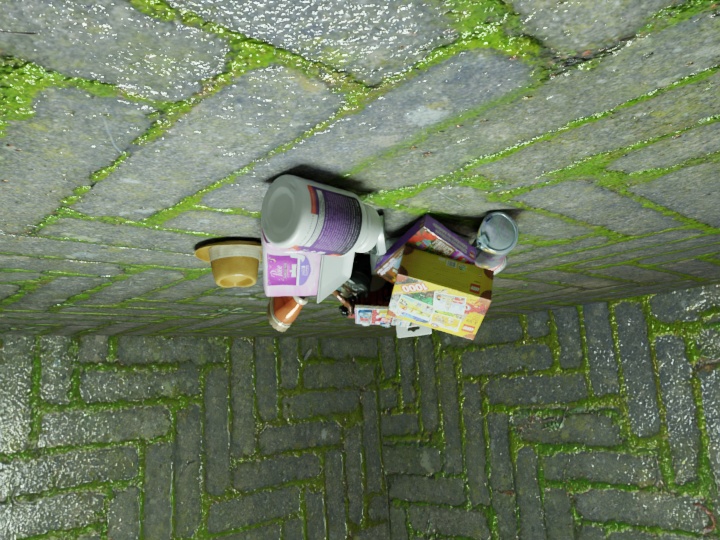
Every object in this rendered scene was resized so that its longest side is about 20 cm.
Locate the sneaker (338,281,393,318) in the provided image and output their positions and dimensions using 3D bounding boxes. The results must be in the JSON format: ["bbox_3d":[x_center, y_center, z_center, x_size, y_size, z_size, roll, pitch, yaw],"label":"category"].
[{"bbox_3d":[0.042,0.088,1.542,0.196,0.073,0.098,-19,137,25],"label":"sneaker"}]

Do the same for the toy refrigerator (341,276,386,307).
[{"bbox_3d":[0.049,0.054,1.623,0.193,0.079,0.070,-5,169,2],"label":"toy refrigerator"}]

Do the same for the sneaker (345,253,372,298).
[{"bbox_3d":[0.000,0.000,1.487,0.075,0.088,0.200,40,-178,-15],"label":"sneaker"}]

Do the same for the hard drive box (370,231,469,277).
[{"bbox_3d":[0.142,-0.033,1.458,0.195,0.080,0.154,-12,167,33],"label":"hard drive box"}]

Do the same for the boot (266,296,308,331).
[{"bbox_3d":[-0.160,0.027,1.395,0.074,0.203,0.107,23,125,-33],"label":"boot"}]

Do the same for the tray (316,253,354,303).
[{"bbox_3d":[-0.054,-0.021,1.310,0.106,0.022,0.202,-37,156,-29],"label":"tray"}]

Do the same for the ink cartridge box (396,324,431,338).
[{"bbox_3d":[0.151,0.075,1.681,0.113,0.207,0.067,-11,168,34],"label":"ink cartridge box"}]

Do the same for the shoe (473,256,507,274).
[{"bbox_3d":[0.273,-0.018,1.597,0.195,0.074,0.090,-8,172,35],"label":"shoe"}]

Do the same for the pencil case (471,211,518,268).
[{"bbox_3d":[0.285,-0.059,1.339,0.090,0.083,0.200,-43,170,-1],"label":"pencil case"}]

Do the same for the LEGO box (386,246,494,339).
[{"bbox_3d":[0.164,0.049,1.298,0.194,0.079,0.151,15,142,4],"label":"LEGO box"}]

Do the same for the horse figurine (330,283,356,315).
[{"bbox_3d":[-0.084,0.018,1.472,0.050,0.200,0.132,-49,152,9],"label":"horse figurine"}]

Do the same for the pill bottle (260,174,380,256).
[{"bbox_3d":[-0.058,-0.083,1.026,0.109,0.116,0.197,-13,166,41],"label":"pill bottle"}]

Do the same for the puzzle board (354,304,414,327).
[{"bbox_3d":[0.060,0.111,1.458,0.145,0.018,0.200,3,166,1],"label":"puzzle board"}]

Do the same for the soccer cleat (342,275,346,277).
[{"bbox_3d":[-0.104,-0.037,1.386,0.197,0.066,0.084,21,-164,-41],"label":"soccer cleat"}]

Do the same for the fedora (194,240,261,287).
[{"bbox_3d":[-0.281,-0.009,1.398,0.193,0.085,0.201,-3,169,-1],"label":"fedora"}]

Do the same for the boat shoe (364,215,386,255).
[{"bbox_3d":[0.024,-0.065,1.280,0.055,0.071,0.200,-3,171,0],"label":"boat shoe"}]

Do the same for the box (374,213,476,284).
[{"bbox_3d":[0.135,-0.021,1.324,0.135,0.040,0.200,31,140,-14],"label":"box"}]

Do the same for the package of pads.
[{"bbox_3d":[-0.138,-0.025,1.238,0.116,0.078,0.202,-3,147,-10],"label":"package of pads"}]
